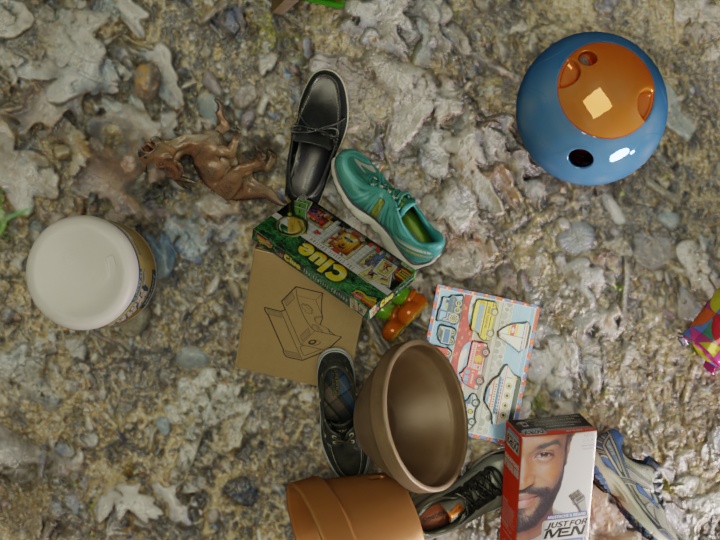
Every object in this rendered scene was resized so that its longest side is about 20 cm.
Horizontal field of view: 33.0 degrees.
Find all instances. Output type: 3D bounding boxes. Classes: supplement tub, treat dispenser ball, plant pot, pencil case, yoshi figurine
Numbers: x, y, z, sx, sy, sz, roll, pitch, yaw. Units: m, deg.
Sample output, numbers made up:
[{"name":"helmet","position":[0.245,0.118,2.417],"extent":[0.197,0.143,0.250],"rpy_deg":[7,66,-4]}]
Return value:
[{"name":"supplement tub","position":[-0.350,0.004,1.619],"extent":[0.143,0.200,0.146],"rpy_deg":[0,90,1]},{"name":"treat dispenser ball","position":[0.307,-0.215,1.617],"extent":[0.199,0.201,0.203],"rpy_deg":[0,89,0]},{"name":"plant pot","position":[0.055,0.198,1.628],"extent":[0.092,0.200,0.203],"rpy_deg":[-12,89,35]},{"name":"pencil case","position":[0.528,0.046,1.675],"extent":[0.088,0.088,0.200],"rpy_deg":[39,92,1]},{"name":"plant pot","position":[0.000,0.358,1.626],"extent":[0.139,0.200,0.202],"rpy_deg":[-17,89,-16]},{"name":"yoshi figurine","position":[-0.010,0.010,1.666],"extent":[0.112,0.112,0.200],"rpy_deg":[-45,86,6]}]

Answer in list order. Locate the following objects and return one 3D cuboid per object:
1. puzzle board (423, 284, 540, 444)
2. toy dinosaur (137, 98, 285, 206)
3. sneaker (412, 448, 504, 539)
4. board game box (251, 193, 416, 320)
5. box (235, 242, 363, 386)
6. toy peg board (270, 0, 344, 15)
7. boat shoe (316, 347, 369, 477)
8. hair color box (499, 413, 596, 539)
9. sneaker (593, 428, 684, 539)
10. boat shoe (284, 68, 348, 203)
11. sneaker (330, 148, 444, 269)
[{"name":"puzzle board","position":[0.161,0.133,1.706],"extent":[0.149,0.017,0.202],"rpy_deg":[11,90,1]},{"name":"toy dinosaur","position":[-0.200,-0.141,1.684],"extent":[0.200,0.086,0.136],"rpy_deg":[42,100,-15]},{"name":"sneaker","position":[0.151,0.314,1.673],"extent":[0.199,0.079,0.074],"rpy_deg":[-31,87,-1]},{"name":"board game box","position":[-0.035,-0.021,1.592],"extent":[0.199,0.024,0.105],"rpy_deg":[34,51,20]},{"name":"box","position":[-0.078,0.067,1.652],"extent":[0.162,0.021,0.201],"rpy_deg":[14,123,1]},{"name":"toy peg board","position":[-0.044,-0.453,1.635],"extent":[0.097,0.199,0.202],"rpy_deg":[8,89,-15]},{"name":"boat shoe","position":[-0.027,0.205,1.661],"extent":[0.068,0.057,0.202],"rpy_deg":[-9,108,2]},{"name":"hair color box","position":[0.251,0.301,1.641],"extent":[0.110,0.064,0.202],"rpy_deg":[-4,106,-14]},{"name":"sneaker","position":[0.389,0.302,1.675],"extent":[0.085,0.077,0.200],"rpy_deg":[-42,90,-4]},{"name":"boat shoe","position":[-0.062,-0.183,1.689],"extent":[0.074,0.062,0.202],"rpy_deg":[14,88,2]},{"name":"sneaker","position":[0.042,-0.093,1.670],"extent":[0.200,0.080,0.078],"rpy_deg":[47,57,-4]}]
